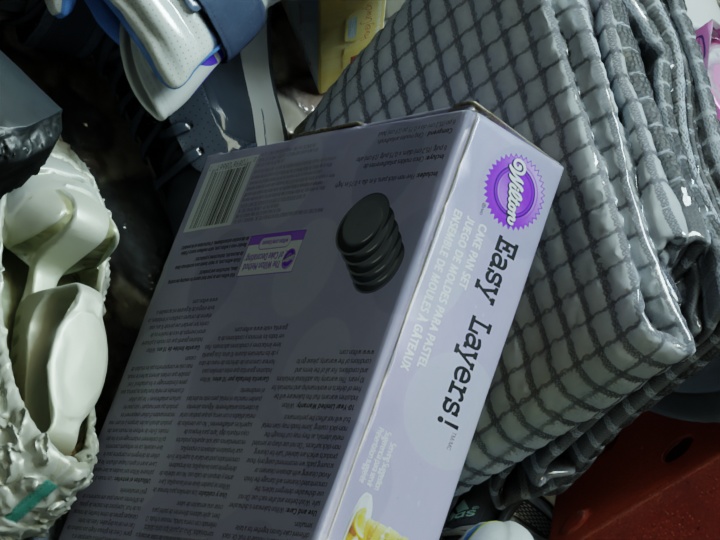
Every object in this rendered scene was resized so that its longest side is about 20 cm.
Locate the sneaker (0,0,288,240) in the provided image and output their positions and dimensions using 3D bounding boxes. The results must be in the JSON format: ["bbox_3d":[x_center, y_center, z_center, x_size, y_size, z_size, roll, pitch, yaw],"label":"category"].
[{"bbox_3d":[-0.108,-0.084,0.968,0.145,0.077,0.204,8,65,-30],"label":"sneaker"}]

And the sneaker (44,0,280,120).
[{"bbox_3d":[-0.034,-0.118,0.928,0.199,0.081,0.147,26,85,-18],"label":"sneaker"}]

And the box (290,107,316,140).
[{"bbox_3d":[0.000,0.000,0.994,0.078,0.095,0.201,36,44,-18],"label":"box"}]

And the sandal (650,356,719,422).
[{"bbox_3d":[0.115,0.015,0.919,0.076,0.199,0.043,-37,121,-29],"label":"sandal"}]

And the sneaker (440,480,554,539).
[{"bbox_3d":[0.034,0.127,0.957,0.199,0.077,0.141,33,42,-36],"label":"sneaker"}]

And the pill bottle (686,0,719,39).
[{"bbox_3d":[0.135,-0.190,1.241,0.112,0.113,0.202,14,53,-37],"label":"pill bottle"}]

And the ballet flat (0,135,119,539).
[{"bbox_3d":[-0.121,0.012,0.891,0.071,0.072,0.201,22,48,-31],"label":"ballet flat"}]

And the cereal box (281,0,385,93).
[{"bbox_3d":[-0.040,-0.201,1.069,0.039,0.144,0.201,-21,74,-8],"label":"cereal box"}]

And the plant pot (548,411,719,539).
[{"bbox_3d":[0.188,0.116,0.965,0.176,0.199,0.200,48,25,-14],"label":"plant pot"}]

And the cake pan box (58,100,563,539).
[{"bbox_3d":[-0.028,0.040,0.824,0.052,0.199,0.186,30,70,-28],"label":"cake pan box"}]

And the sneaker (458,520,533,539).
[{"bbox_3d":[-0.022,0.157,0.822,0.105,0.076,0.201,35,78,-1],"label":"sneaker"}]

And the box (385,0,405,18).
[{"bbox_3d":[0.019,-0.206,1.086,0.200,0.068,0.083,74,-5,-72],"label":"box"}]

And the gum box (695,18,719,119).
[{"bbox_3d":[0.153,-0.014,1.133,0.066,0.113,0.201,33,44,-22],"label":"gum box"}]

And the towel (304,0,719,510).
[{"bbox_3d":[0.067,-0.023,0.875,0.085,0.165,0.201,6,56,-37],"label":"towel"}]

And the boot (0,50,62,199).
[{"bbox_3d":[-0.178,-0.106,0.885,0.168,0.076,0.200,43,57,-2],"label":"boot"}]
